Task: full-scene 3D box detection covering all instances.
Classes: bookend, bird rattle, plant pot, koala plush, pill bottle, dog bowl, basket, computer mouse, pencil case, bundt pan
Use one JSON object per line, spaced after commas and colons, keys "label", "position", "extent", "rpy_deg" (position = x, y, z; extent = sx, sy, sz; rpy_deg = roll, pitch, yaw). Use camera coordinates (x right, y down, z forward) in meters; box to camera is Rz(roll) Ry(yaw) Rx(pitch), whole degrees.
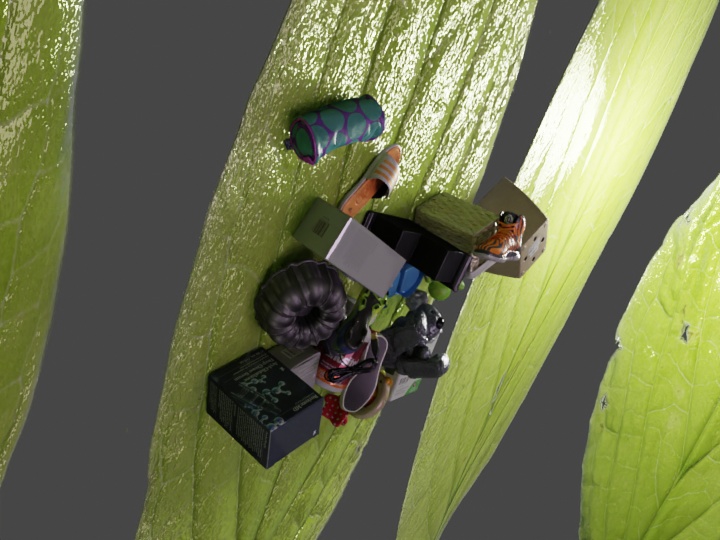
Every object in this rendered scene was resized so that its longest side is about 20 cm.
{"label": "bookend", "position": [0.121, -0.042, 1.730], "extent": [0.197, 0.198, 0.094], "rpy_deg": [5, 114, -57]}
{"label": "bird rattle", "position": [-0.005, 0.307, 1.917], "extent": [0.202, 0.161, 0.113], "rpy_deg": [-55, 133, -22]}
{"label": "plant pot", "position": [0.417, -0.099, 2.139], "extent": [0.199, 0.176, 0.202], "rpy_deg": [-42, 147, -24]}
{"label": "koala plush", "position": [0.142, 0.153, 1.930], "extent": [0.179, 0.181, 0.201], "rpy_deg": [59, 40, -22]}
{"label": "pill bottle", "position": [-0.045, 0.168, 1.762], "extent": [0.112, 0.112, 0.203], "rpy_deg": [19, 101, -59]}
{"label": "dog bowl", "position": [0.084, 0.020, 1.881], "extent": [0.198, 0.049, 0.113], "rpy_deg": [-22, 134, -45]}
{"label": "basket", "position": [0.236, -0.092, 1.862], "extent": [0.135, 0.198, 0.126], "rpy_deg": [-31, 137, -36]}
{"label": "computer mouse", "position": [-0.027, 0.137, 1.672], "extent": [0.137, 0.204, 0.046], "rpy_deg": [-8, 167, -18]}
{"label": "pencil case", "position": [-0.042, -0.261, 1.406], "extent": [0.198, 0.084, 0.094], "rpy_deg": [-29, 123, -40]}
{"label": "bundt pan", "position": [-0.114, 0.081, 1.549], "extent": [0.198, 0.076, 0.205], "rpy_deg": [-16, 133, -17]}

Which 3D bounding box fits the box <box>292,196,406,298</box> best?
{"label": "box", "position": [-0.020, -0.045, 1.550], "extent": [0.199, 0.124, 0.098], "rpy_deg": [36, 88, -45]}

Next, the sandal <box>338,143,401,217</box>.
{"label": "sandal", "position": [0.035, -0.175, 1.622], "extent": [0.208, 0.059, 0.079], "rpy_deg": [-51, 149, -12]}

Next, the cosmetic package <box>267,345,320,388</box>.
{"label": "cosmetic package", "position": [-0.164, 0.262, 1.698], "extent": [0.106, 0.089, 0.204], "rpy_deg": [-27, 135, -46]}

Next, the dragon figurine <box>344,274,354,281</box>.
{"label": "dragon figurine", "position": [0.000, 0.000, 1.721], "extent": [0.199, 0.099, 0.059], "rpy_deg": [37, 87, -23]}

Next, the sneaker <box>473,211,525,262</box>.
{"label": "sneaker", "position": [0.324, -0.082, 1.770], "extent": [0.199, 0.076, 0.115], "rpy_deg": [-9, 111, -59]}

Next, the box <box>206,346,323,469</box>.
{"label": "box", "position": [-0.196, 0.274, 1.548], "extent": [0.147, 0.198, 0.109], "rpy_deg": [-26, 138, -42]}

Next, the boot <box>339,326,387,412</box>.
{"label": "boot", "position": [-0.008, 0.234, 1.851], "extent": [0.071, 0.144, 0.204], "rpy_deg": [23, 91, -21]}

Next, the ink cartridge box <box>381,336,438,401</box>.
{"label": "ink cartridge box", "position": [0.124, 0.242, 2.104], "extent": [0.145, 0.083, 0.204], "rpy_deg": [-8, 123, -53]}

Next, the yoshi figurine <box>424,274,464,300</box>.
{"label": "yoshi figurine", "position": [0.224, 0.016, 2.005], "extent": [0.112, 0.112, 0.199], "rpy_deg": [-45, 171, 34]}

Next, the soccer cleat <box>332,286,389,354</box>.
{"label": "soccer cleat", "position": [-0.003, 0.095, 1.632], "extent": [0.065, 0.083, 0.202], "rpy_deg": [43, 51, -18]}
